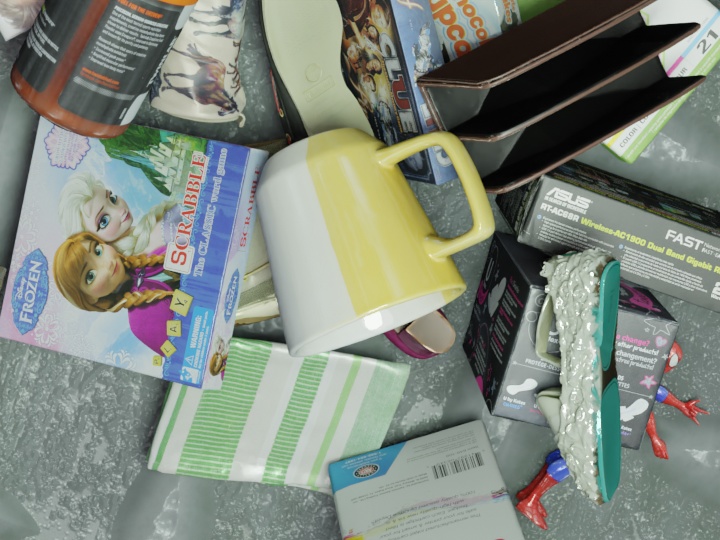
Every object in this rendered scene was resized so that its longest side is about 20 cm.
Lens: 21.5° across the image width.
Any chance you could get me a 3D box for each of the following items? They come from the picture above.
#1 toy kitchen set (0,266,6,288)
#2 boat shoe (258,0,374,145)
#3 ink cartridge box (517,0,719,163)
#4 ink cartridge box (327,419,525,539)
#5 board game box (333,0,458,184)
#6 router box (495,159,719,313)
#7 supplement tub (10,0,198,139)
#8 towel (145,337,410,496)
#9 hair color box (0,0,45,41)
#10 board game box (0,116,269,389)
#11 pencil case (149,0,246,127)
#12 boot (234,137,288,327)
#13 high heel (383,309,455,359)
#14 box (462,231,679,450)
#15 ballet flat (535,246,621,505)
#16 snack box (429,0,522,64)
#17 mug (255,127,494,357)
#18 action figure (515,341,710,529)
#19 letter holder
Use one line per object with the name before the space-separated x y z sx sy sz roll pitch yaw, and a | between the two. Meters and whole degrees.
toy kitchen set | -0.389 0.068 1.548 0.163 0.200 0.181 13 102 -6
boat shoe | -0.047 -0.169 1.578 0.074 0.063 0.202 -27 109 -27
ink cartridge box | 0.190 -0.210 1.583 0.200 0.076 0.148 37 98 -12
ink cartridge box | 0.069 0.254 1.608 0.146 0.200 0.146 -16 118 1
board game box | 0.024 -0.174 1.550 0.035 0.135 0.200 -20 104 -20
router box | 0.221 -0.036 1.588 0.200 0.150 0.062 19 102 -7
supplement tub | -0.188 -0.209 1.485 0.107 0.107 0.200 29 113 -10
towel | -0.073 0.128 1.640 0.199 0.023 0.153 10 121 -15
hair color box | -0.291 -0.299 1.540 0.100 0.061 0.200 -27 104 3
board game box | -0.189 -0.021 1.562 0.199 0.041 0.201 12 92 22
pencil case | -0.126 -0.220 1.560 0.089 0.078 0.201 4 103 -7
boot | -0.141 -0.024 1.609 0.199 0.072 0.155 -15 104 -5
high heel | 0.000 0.000 1.622 0.067 0.096 0.200 -40 94 -8
box | 0.171 0.053 1.580 0.132 0.200 0.115 14 103 -7
ballet flat | 0.167 0.078 1.458 0.072 0.072 0.201 -1 101 -3
snack box | 0.079 -0.190 1.569 0.116 0.037 0.200 -4 107 38
mug | 0.005 -0.034 1.507 0.186 0.149 0.153 -21 81 -1
action figure | 0.235 0.155 1.679 0.099 0.065 0.200 36 100 -2
letter holder | 0.170 -0.146 1.458 0.200 0.142 0.101 -29 104 -15
